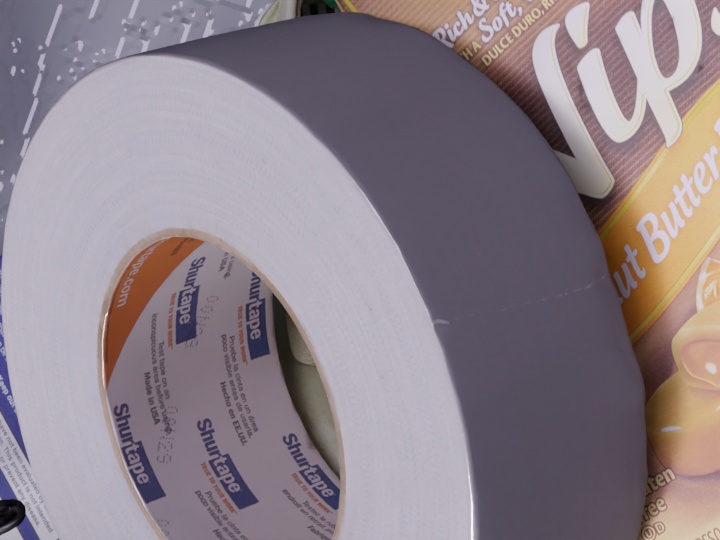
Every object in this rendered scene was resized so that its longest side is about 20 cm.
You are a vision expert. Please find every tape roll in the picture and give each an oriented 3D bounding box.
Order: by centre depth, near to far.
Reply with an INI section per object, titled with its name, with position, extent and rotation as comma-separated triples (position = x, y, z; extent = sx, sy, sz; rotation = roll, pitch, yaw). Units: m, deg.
[tape roll]
position = -0.015, 0.032, 0.785
extent = 0.200, 0.066, 0.201
rotation = 22, 120, 43

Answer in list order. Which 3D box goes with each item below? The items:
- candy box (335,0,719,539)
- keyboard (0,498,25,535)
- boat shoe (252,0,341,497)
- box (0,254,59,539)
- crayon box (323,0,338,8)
[candy box]
position = 0.087, -0.027, 0.772
extent = 0.115, 0.055, 0.200
rotation = -32, 78, 19
[keyboard]
position = -0.128, 0.132, 0.913
extent = 0.200, 0.021, 0.127
rotation = -17, 103, 15
[boat shoe]
position = 0.000, 0.000, 0.867
extent = 0.072, 0.062, 0.200
rotation = -13, 71, -11
[box]
position = -0.109, 0.062, 0.943
extent = 0.200, 0.032, 0.121
rotation = -40, 66, 18
[crayon box]
position = 0.003, -0.188, 0.874
extent = 0.119, 0.058, 0.200
rotation = -35, 43, 18
